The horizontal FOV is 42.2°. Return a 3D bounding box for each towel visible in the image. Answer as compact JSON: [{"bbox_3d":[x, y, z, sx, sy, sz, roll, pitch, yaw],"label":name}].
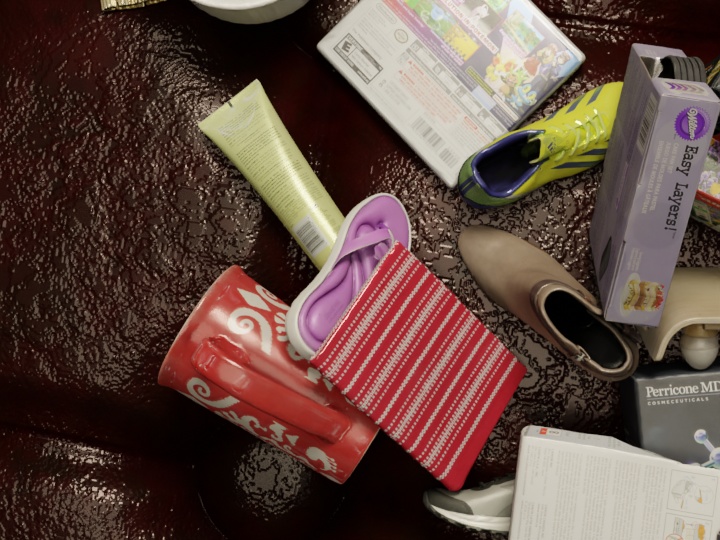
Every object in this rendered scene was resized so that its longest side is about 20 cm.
[{"bbox_3d":[0.059,0.090,0.856,0.200,0.022,0.145,44,66,-21],"label":"towel"}]

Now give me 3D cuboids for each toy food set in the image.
[{"bbox_3d":[0.349,0.046,0.828,0.198,0.144,0.061,0,107,6],"label":"toy food set"}]

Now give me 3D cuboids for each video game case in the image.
[{"bbox_3d":[0.087,-0.214,0.921,0.182,0.023,0.200,-44,84,5],"label":"video game case"}]

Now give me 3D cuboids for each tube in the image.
[{"bbox_3d":[-0.076,-0.092,0.931,0.058,0.052,0.200,-31,80,-39],"label":"tube"}]

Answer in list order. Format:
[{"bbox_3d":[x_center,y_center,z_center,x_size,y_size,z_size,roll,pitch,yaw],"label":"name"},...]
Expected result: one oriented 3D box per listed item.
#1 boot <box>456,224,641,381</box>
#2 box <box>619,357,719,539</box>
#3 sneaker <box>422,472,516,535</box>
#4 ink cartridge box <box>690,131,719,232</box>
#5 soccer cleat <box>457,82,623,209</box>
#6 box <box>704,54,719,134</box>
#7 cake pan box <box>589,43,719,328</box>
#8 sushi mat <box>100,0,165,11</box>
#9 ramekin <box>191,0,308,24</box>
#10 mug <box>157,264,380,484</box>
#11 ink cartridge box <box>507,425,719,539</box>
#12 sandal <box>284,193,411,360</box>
[{"bbox_3d":[0.169,0.024,0.847,0.199,0.146,0.070,36,96,6],"label":"boot"},{"bbox_3d":[0.324,0.184,0.847,0.147,0.107,0.202,-6,88,8],"label":"box"},{"bbox_3d":[0.158,0.212,0.891,0.198,0.074,0.080,-1,80,1],"label":"sneaker"},{"bbox_3d":[0.330,-0.067,0.800,0.108,0.200,0.051,27,93,6],"label":"ink cartridge box"},{"bbox_3d":[0.182,-0.117,0.872,0.199,0.084,0.065,-29,84,-4],"label":"soccer cleat"},{"bbox_3d":[0.358,-0.123,0.797,0.158,0.200,0.046,32,97,6],"label":"box"},{"bbox_3d":[0.241,-0.082,0.790,0.052,0.184,0.201,8,115,3],"label":"cake pan box"},{"bbox_3d":[-0.241,-0.373,0.967,0.095,0.012,0.202,-11,88,6],"label":"sushi mat"},{"bbox_3d":[-0.112,-0.339,0.902,0.199,0.098,0.202,0,89,3],"label":"ramekin"},{"bbox_3d":[-0.079,0.114,0.872,0.199,0.178,0.134,33,120,1],"label":"mug"},{"bbox_3d":[0.229,0.230,0.804,0.198,0.050,0.164,7,95,12],"label":"ink cartridge box"},{"bbox_3d":[0.005,0.005,0.866,0.083,0.050,0.203,48,53,-21],"label":"sandal"}]
